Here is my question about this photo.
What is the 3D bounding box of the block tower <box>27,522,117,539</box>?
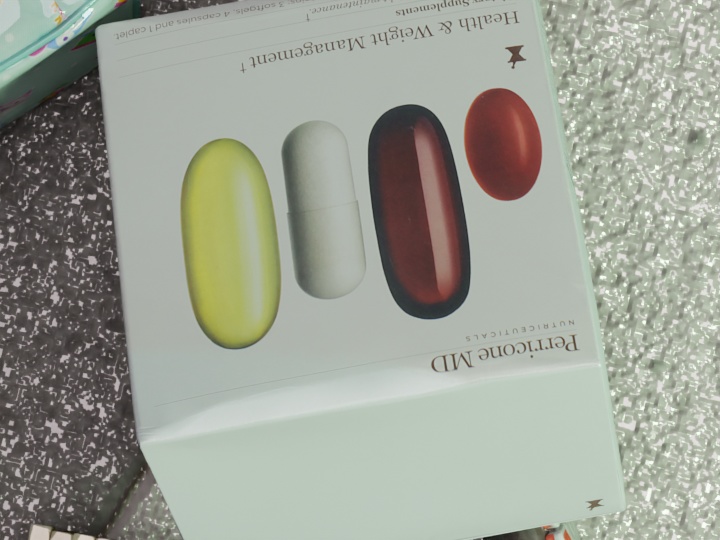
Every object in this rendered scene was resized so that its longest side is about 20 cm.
[{"bbox_3d":[-0.060,0.155,1.336,0.199,0.054,0.058,9,84,4],"label":"block tower"}]

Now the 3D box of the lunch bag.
[{"bbox_3d":[-0.194,-0.091,1.318,0.199,0.160,0.077,-32,88,-6],"label":"lunch bag"}]

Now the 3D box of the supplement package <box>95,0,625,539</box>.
[{"bbox_3d":[0.000,0.000,1.269,0.190,0.147,0.201,-11,61,3],"label":"supplement package"}]

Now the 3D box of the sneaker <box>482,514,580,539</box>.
[{"bbox_3d":[0.070,0.172,1.317,0.081,0.077,0.201,-17,83,8],"label":"sneaker"}]
